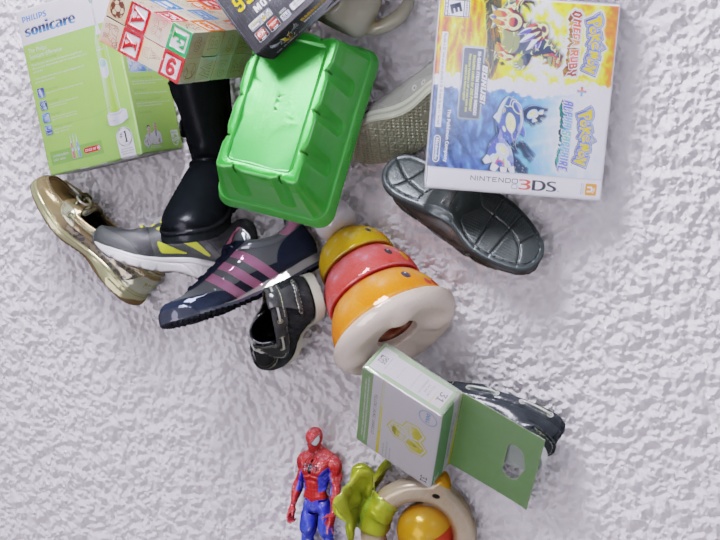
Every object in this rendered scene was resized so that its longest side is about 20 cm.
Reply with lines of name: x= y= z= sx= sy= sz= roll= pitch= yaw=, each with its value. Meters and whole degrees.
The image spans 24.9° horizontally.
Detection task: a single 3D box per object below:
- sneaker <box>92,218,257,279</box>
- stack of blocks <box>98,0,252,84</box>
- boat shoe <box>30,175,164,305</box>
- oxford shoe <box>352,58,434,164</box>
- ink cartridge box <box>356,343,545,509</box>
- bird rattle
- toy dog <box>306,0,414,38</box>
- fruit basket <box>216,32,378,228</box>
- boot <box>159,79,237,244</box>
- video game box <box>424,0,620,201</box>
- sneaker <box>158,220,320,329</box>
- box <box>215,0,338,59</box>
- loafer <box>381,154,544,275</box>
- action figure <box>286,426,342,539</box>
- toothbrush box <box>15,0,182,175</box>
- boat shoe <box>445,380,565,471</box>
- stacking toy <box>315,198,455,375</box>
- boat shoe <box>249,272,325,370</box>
sneaker: x=-0.211 y=-0.038 z=1.896 sx=0.199 sy=0.074 sz=0.085 roll=10 pitch=92 yaw=1
stack of blocks: x=-0.174 y=-0.257 z=1.771 sx=0.115 sy=0.200 sz=0.059 roll=30 pitch=113 yaw=24
boat shoe: x=-0.316 y=-0.049 z=1.972 sx=0.200 sy=0.073 sz=0.063 roll=46 pitch=111 yaw=3
oxford shoe: x=0.054 y=-0.173 z=1.742 sx=0.200 sy=0.075 sz=0.058 roll=-30 pitch=42 yaw=38
ink cartridge box: x=0.090 y=0.178 z=1.721 sx=0.200 sy=0.048 sz=0.146 roll=33 pitch=147 yaw=20
bird rattle: x=0.050 y=0.304 z=1.806 sx=0.162 sy=0.113 sz=0.201 roll=-20 pitch=91 yaw=15
toy dog: x=-0.029 y=-0.354 z=1.710 sx=0.193 sy=0.140 sz=0.201 roll=18 pitch=108 yaw=13
fruit basket: x=-0.073 y=-0.152 z=1.750 sx=0.155 sy=0.216 sz=0.217 roll=14 pitch=106 yaw=15
boot: x=-0.182 y=-0.133 z=1.791 sx=0.076 sy=0.200 sz=0.169 roll=-5 pitch=110 yaw=16
video game box: x=0.161 y=-0.175 z=1.640 sx=0.181 sy=0.047 sz=0.201 roll=4 pitch=103 yaw=0
sneaker: x=-0.145 y=0.000 z=1.831 sx=0.082 sy=0.199 sz=0.070 roll=65 pitch=165 yaw=4
box: x=-0.068 y=-0.337 z=1.633 sx=0.200 sy=0.048 sz=0.159 roll=-39 pitch=77 yaw=15
loafer: x=0.111 y=-0.055 z=1.733 sx=0.200 sy=0.063 sz=0.072 roll=34 pitch=72 yaw=20
action figure: x=-0.051 y=0.280 z=1.887 sx=0.065 sy=0.052 sz=0.201 roll=4 pitch=99 yaw=33
toothbrush box: x=-0.308 y=-0.224 z=1.921 sx=0.145 sy=0.086 sz=0.201 roll=-11 pitch=94 yaw=31
boat shoe: x=0.126 y=0.154 z=1.754 sx=0.199 sy=0.060 sz=0.076 roll=24 pitch=144 yaw=28
stacking toy: x=0.000 y=0.000 z=1.774 sx=0.146 sy=0.146 sz=0.201 roll=-45 pitch=61 yaw=28
boat shoe: x=-0.099 y=0.062 z=1.822 sx=0.072 sy=0.067 sz=0.200 roll=64 pitch=155 yaw=15
